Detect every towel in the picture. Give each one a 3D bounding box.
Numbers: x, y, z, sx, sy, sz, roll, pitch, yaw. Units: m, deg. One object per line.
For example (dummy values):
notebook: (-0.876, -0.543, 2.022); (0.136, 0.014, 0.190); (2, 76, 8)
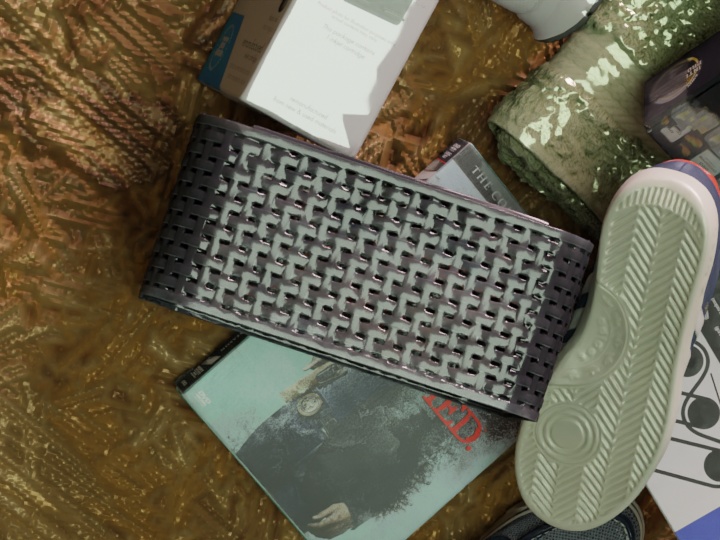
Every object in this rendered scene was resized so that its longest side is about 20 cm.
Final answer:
towel: (0.178, -0.062, 1.468); (0.200, 0.036, 0.148); (42, 86, -17)

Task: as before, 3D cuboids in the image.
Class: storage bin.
storage bin: (0.000, 0.000, 1.357); (0.200, 0.135, 0.094); (19, 87, -4)

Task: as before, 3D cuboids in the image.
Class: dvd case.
dvd case: (0.023, 0.049, 1.453); (0.200, 0.022, 0.146); (-41, 107, -7)

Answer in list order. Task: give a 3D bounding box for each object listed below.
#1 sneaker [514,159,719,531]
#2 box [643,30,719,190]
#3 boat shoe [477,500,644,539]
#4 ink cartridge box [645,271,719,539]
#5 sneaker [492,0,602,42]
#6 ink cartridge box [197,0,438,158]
sneaker: (0.137, 0.036, 1.391); (0.075, 0.085, 0.200); (25, 113, 9)
box: (0.267, -0.063, 1.411); (0.161, 0.049, 0.200); (-32, 118, 28)
boat shoe: (0.073, 0.184, 1.452); (0.200, 0.093, 0.075); (-32, 106, -8)
ink cartridge box: (0.197, 0.104, 1.428); (0.094, 0.044, 0.200); (-31, 82, 4)
sneaker: (0.117, -0.218, 1.409); (0.087, 0.075, 0.200); (29, 91, -13)
ink cartridge box: (0.003, -0.162, 1.363); (0.067, 0.116, 0.200); (28, 91, -16)
